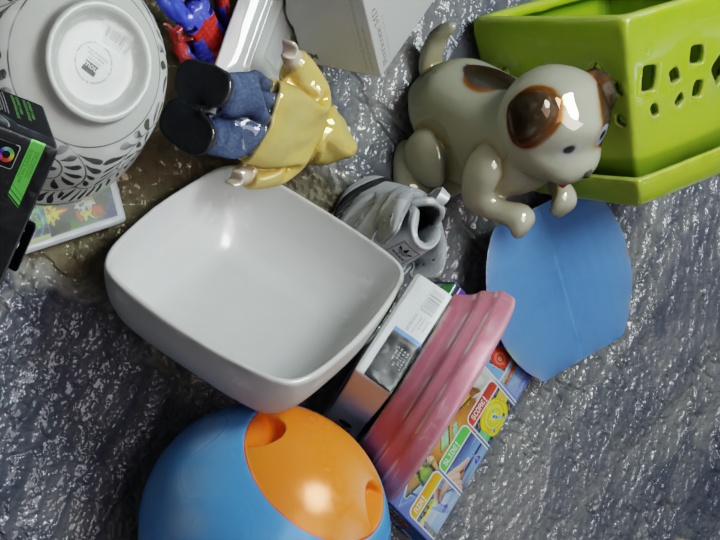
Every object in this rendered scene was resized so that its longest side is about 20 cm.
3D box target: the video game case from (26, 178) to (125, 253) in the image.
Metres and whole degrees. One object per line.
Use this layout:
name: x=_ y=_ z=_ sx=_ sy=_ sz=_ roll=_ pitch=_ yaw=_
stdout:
video game case: x=-0.286 y=-0.098 z=1.136 sx=0.199 sy=0.022 sz=0.184 roll=-21 pitch=103 yaw=-35

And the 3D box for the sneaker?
sneaker: x=0.000 y=0.000 z=1.294 sx=0.075 sy=0.114 sz=0.201 roll=45 pitch=66 yaw=-28

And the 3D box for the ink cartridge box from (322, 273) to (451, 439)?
ink cartridge box: x=0.016 y=0.080 z=1.263 sx=0.039 sy=0.200 sz=0.100 roll=33 pitch=69 yaw=0

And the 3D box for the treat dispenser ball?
treat dispenser ball: x=-0.076 y=0.204 z=1.190 sx=0.199 sy=0.200 sz=0.203 roll=-1 pitch=92 yaw=-36

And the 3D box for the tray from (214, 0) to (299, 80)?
tray: x=-0.065 y=-0.227 z=1.266 sx=0.107 sy=0.022 sz=0.202 roll=46 pitch=60 yaw=-65

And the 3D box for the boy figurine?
boy figurine: x=-0.069 y=-0.125 z=1.224 sx=0.199 sy=0.064 sz=0.125 roll=1 pitch=113 yaw=-56

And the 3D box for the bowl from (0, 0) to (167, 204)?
bowl: x=-0.213 y=-0.150 z=1.119 sx=0.199 sy=0.094 sz=0.203 roll=-2 pitch=93 yaw=-38

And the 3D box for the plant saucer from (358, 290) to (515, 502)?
plant saucer: x=0.057 y=0.096 z=1.265 sx=0.051 sy=0.201 sz=0.201 roll=33 pitch=69 yaw=1

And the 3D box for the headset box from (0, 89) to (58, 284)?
headset box: x=-0.318 y=-0.050 z=1.013 sx=0.199 sy=0.093 sz=0.175 roll=21 pitch=106 yaw=-27

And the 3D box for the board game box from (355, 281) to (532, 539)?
board game box: x=0.067 y=0.130 z=1.396 sx=0.136 sy=0.034 sz=0.201 roll=48 pitch=64 yaw=-27

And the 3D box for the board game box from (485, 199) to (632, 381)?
board game box: x=0.185 y=0.013 z=1.477 sx=0.199 sy=0.039 sz=0.159 roll=-25 pitch=103 yaw=-35

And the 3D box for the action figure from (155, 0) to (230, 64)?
action figure: x=-0.137 y=-0.210 z=1.202 sx=0.066 sy=0.051 sz=0.200 roll=-53 pitch=144 yaw=-16

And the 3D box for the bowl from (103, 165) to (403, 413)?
bowl: x=-0.086 y=0.023 z=1.194 sx=0.200 sy=0.199 sz=0.075 roll=-43 pitch=158 yaw=-47

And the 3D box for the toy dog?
toy dog: x=0.139 y=-0.128 z=1.342 sx=0.139 sy=0.199 sz=0.196 roll=-8 pitch=96 yaw=-36

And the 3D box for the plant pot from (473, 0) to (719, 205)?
plant pot: x=0.248 y=-0.170 z=1.431 sx=0.198 sy=0.199 sz=0.183 roll=-21 pitch=111 yaw=-35

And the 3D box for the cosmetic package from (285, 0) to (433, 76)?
cosmetic package: x=0.018 y=-0.273 z=1.285 sx=0.201 sy=0.084 sz=0.108 roll=-59 pitch=150 yaw=-31
